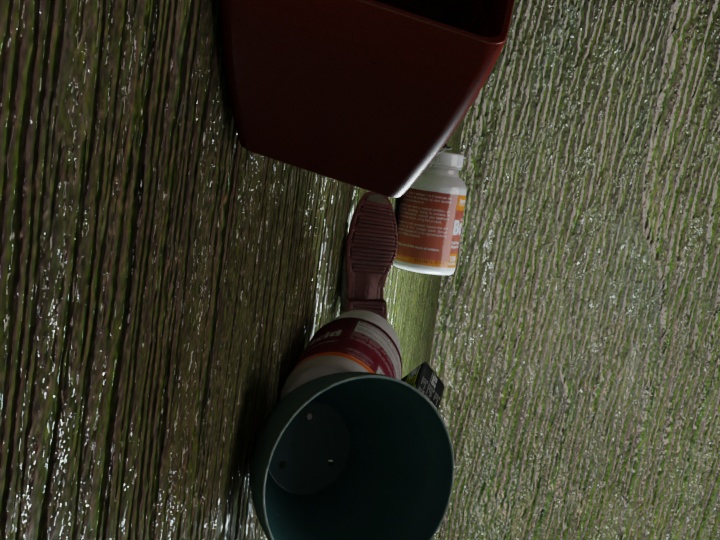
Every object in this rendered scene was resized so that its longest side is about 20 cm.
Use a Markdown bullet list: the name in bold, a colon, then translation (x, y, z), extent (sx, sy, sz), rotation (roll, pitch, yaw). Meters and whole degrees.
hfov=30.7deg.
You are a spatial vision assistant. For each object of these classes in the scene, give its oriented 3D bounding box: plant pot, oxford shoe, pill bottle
- **plant pot**: translation (0.002, -0.177, 0.981), extent (0.201, 0.197, 0.178), rotation (-72, 179, -48)
- **plant pot**: translation (-0.027, 0.188, 1.270), extent (0.134, 0.197, 0.204), rotation (15, -82, 63)
- **oxford shoe**: translation (0.000, 0.000, 1.681), extent (0.075, 0.069, 0.203), rotation (170, -71, -70)
- **pill bottle**: translation (0.119, -0.100, 2.209), extent (0.112, 0.110, 0.203), rotation (-34, 132, -80)
- **pill bottle**: translation (-0.015, 0.118, 1.439), extent (0.200, 0.112, 0.116), rotation (-59, 157, -72)

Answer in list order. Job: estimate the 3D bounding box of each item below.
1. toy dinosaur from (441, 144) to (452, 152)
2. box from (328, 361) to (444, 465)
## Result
- **toy dinosaur**: translation (0.053, -0.148, 1.781), extent (0.181, 0.104, 0.202), rotation (-42, 158, -46)
- **box**: translation (0.002, 0.202, 1.485), extent (0.048, 0.192, 0.200), rotation (53, 16, -7)
